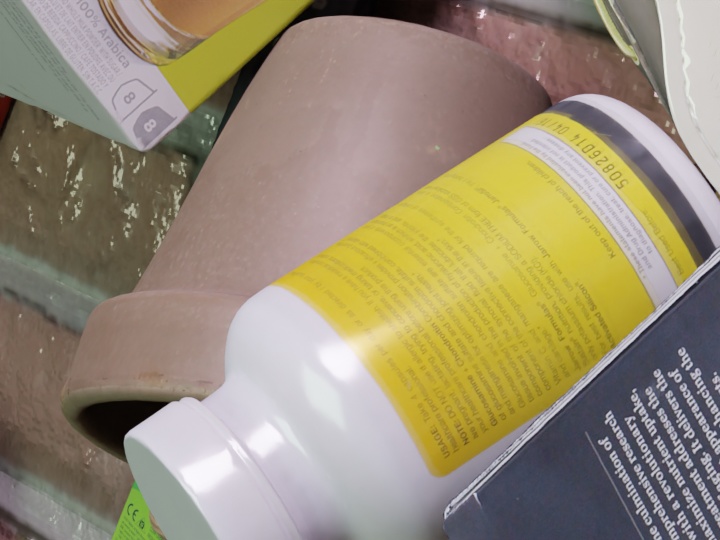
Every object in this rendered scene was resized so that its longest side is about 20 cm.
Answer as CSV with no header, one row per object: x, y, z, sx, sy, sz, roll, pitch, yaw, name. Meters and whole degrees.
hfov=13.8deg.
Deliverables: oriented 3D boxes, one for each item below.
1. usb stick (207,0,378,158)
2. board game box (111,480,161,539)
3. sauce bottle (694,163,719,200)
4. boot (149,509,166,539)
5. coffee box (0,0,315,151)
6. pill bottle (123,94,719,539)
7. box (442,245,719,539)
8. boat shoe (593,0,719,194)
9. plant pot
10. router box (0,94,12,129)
-0.040,-0.053,1.273,0.055,0.033,0.200,22,91,47,usb stick
-0.051,0.074,1.304,0.096,0.030,0.200,40,118,44,board game box
0.153,-0.021,1.052,0.200,0.066,0.066,-32,63,45,sauce bottle
0.031,0.131,1.110,0.200,0.166,0.072,14,73,47,boot
-0.112,-0.199,1.195,0.198,0.200,0.200,-43,29,-14,coffee box
0.026,0.035,0.983,0.112,0.200,0.112,51,163,23,pill bottle
0.170,0.064,0.912,0.197,0.200,0.124,-45,60,37,box
0.116,-0.094,0.987,0.202,0.072,0.060,62,177,1,boat shoe
0.000,0.000,1.149,0.200,0.200,0.175,-3,68,49,plant pot
-0.240,-0.147,1.528,0.200,0.049,0.180,45,120,42,router box
